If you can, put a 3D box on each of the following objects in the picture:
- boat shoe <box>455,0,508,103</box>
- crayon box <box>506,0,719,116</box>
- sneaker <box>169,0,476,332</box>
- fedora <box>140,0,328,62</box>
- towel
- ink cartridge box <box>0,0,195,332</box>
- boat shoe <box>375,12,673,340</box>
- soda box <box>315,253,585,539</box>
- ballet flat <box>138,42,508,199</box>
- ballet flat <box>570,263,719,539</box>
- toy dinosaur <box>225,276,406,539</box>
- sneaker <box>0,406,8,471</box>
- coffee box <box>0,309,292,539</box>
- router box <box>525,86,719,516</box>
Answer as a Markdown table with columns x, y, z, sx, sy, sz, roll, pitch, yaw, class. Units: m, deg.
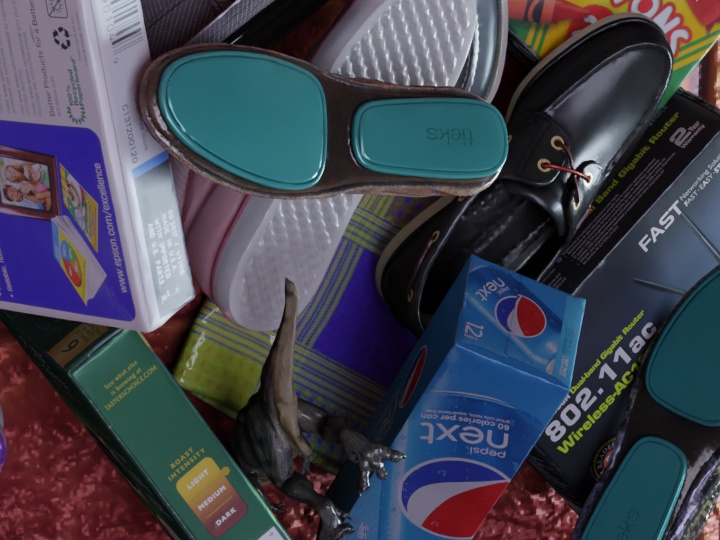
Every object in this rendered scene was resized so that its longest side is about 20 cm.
| x | y | z | sx | sy | sz | roll | pitch | yaw | class |
| --- | --- | --- | --- | --- | --- | --- | --- | --- | --- |
| 0.024 | -0.167 | 1.476 | 0.062 | 0.073 | 0.200 | -28 | 114 | -57 | boat shoe |
| 0.153 | -0.181 | 1.557 | 0.127 | 0.051 | 0.200 | 42 | 84 | -29 | crayon box |
| -0.031 | -0.076 | 1.461 | 0.075 | 0.105 | 0.200 | 27 | 97 | -40 | sneaker |
| -0.080 | -0.138 | 1.413 | 0.200 | 0.177 | 0.090 | -40 | 88 | 8 | fedora |
| 0.000 | 0.000 | 1.551 | 0.144 | 0.023 | 0.200 | 31 | 90 | -31 | towel |
| -0.176 | -0.079 | 1.362 | 0.043 | 0.200 | 0.198 | -33 | 121 | -46 | ink cartridge box |
| 0.092 | -0.043 | 1.517 | 0.074 | 0.063 | 0.201 | 40 | 95 | -28 | boat shoe |
| 0.041 | 0.088 | 1.499 | 0.064 | 0.068 | 0.200 | 22 | 133 | -8 | soda box |
| -0.026 | -0.060 | 1.362 | 0.200 | 0.067 | 0.068 | 10 | 81 | -34 | ballet flat |
| 0.172 | 0.082 | 1.564 | 0.072 | 0.072 | 0.201 | 23 | 98 | -29 | ballet flat |
| -0.028 | 0.085 | 1.465 | 0.047 | 0.200 | 0.088 | -37 | 74 | -25 | toy dinosaur |
| -0.244 | 0.054 | 1.410 | 0.200 | 0.088 | 0.081 | 30 | 92 | -29 | sneaker |
| -0.095 | 0.091 | 1.474 | 0.044 | 0.123 | 0.200 | -39 | 117 | -9 | coffee box |
| 0.152 | 0.023 | 1.596 | 0.200 | 0.062 | 0.150 | -48 | 128 | -5 | router box |
